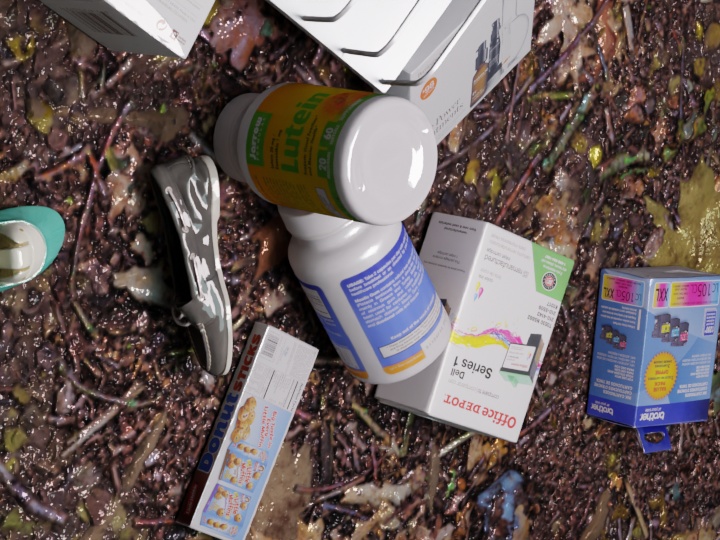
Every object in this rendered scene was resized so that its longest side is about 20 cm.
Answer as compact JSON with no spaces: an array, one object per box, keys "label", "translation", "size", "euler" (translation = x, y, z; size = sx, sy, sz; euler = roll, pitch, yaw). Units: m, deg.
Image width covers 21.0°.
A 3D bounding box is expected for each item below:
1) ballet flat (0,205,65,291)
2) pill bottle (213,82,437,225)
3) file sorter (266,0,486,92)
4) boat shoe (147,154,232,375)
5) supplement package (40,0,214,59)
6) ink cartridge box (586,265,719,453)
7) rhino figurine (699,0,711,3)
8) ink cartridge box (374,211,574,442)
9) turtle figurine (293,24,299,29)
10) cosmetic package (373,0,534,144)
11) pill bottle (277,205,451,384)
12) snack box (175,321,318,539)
[{"label":"ballet flat","translation":[-0.309,-0.006,1.564],"size":[0.200,0.070,0.068],"euler":[-15,109,-40]},{"label":"pill bottle","translation":[-0.038,-0.106,1.700],"size":[0.111,0.200,0.111],"euler":[-10,106,-40]},{"label":"file sorter","translation":[0.002,-0.265,1.660],"size":[0.200,0.124,0.139],"euler":[38,84,-20]},{"label":"boat shoe","translation":[-0.154,-0.003,1.717],"size":[0.057,0.067,0.201],"euler":[-9,101,-24]},{"label":"supplement package","translation":[-0.171,-0.291,1.596],"size":[0.117,0.117,0.200],"euler":[35,75,-39]},{"label":"ink cartridge box","translation":[0.328,0.099,2.164],"size":[0.136,0.076,0.201],"euler":[-2,102,-42]},{"label":"rhino figurine","translation":[0.406,-0.387,2.135],"size":[0.087,0.060,0.200],"euler":[23,84,-23]},{"label":"ink cartridge box","translation":[0.115,0.059,1.954],"size":[0.145,0.084,0.200],"euler":[21,86,-43]},{"label":"turtle figurine","translation":[0.013,-0.305,1.778],"size":[0.200,0.101,0.150],"euler":[-34,115,-23]},{"label":"cosmetic package","translation":[0.091,-0.211,1.851],"size":[0.200,0.052,0.151],"euler":[-46,155,-25]},{"label":"pill bottle","translation":[0.000,0.000,1.818],"size":[0.112,0.112,0.200],"euler":[-44,126,-26]},{"label":"snack box","translation":[-0.105,0.153,1.816],"size":[0.072,0.024,0.200],"euler":[28,80,-43]}]
